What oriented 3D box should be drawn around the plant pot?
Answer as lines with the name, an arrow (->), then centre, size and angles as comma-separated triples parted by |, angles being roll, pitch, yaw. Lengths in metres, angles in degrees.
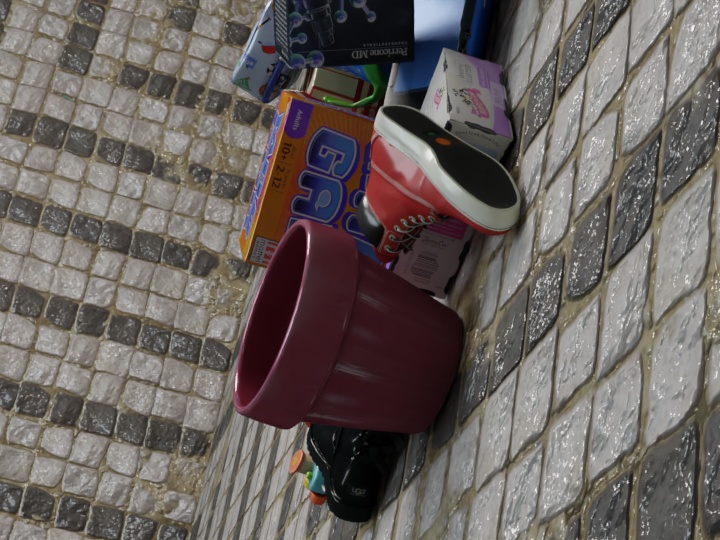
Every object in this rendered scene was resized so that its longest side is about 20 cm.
plant pot -> -0.008, 0.072, 1.389 | 0.200, 0.178, 0.202 | -160, 90, -75

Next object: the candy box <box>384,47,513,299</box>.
candy box -> 0.088, -0.102, 1.493 | 0.168, 0.071, 0.201 | -87, 15, -57

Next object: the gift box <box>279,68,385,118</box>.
gift box -> -0.011, -0.241, 1.964 | 0.185, 0.198, 0.188 | 112, 170, -62

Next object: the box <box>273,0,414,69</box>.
box -> -0.021, -0.339, 1.625 | 0.107, 0.147, 0.202 | -122, 29, -67

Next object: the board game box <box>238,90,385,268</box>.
board game box -> -0.025, -0.093, 1.756 | 0.200, 0.198, 0.201 | -125, 51, -79

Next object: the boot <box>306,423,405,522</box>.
boot -> 0.001, 0.158, 1.563 | 0.199, 0.073, 0.164 | -109, 33, -62

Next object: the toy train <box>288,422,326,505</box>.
toy train -> -0.045, 0.194, 1.836 | 0.150, 0.055, 0.201 | 122, 162, -62

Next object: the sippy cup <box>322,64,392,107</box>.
sippy cup -> -0.012, -0.307, 1.809 | 0.140, 0.129, 0.179 | 65, -138, -57

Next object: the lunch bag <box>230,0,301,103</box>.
lunch bag -> -0.104, -0.325, 2.002 | 0.161, 0.075, 0.200 | -60, 1, 23

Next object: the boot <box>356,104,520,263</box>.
boot -> 0.069, -0.050, 1.358 | 0.200, 0.072, 0.145 | 43, 128, 43

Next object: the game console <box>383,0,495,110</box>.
game console -> 0.090, -0.291, 1.628 | 0.171, 0.117, 0.202 | 72, -153, -66
